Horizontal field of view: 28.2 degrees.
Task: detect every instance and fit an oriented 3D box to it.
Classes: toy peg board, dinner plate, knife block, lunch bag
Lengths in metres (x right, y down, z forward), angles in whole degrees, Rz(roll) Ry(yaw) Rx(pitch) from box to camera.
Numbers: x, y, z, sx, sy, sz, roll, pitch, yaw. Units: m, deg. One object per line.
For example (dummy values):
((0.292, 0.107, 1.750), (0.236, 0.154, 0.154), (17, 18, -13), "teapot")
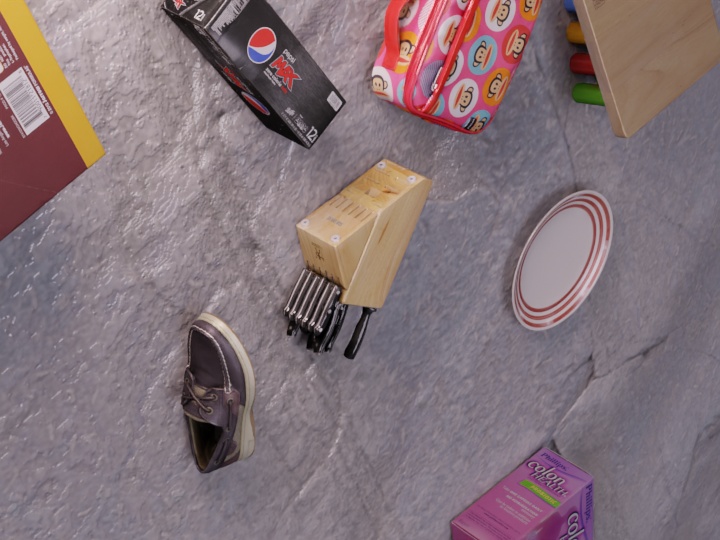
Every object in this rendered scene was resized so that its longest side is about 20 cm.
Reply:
((0.321, -0.298, 1.732), (0.200, 0.098, 0.199), (-39, 122, -26), "toy peg board")
((0.261, -0.015, 1.882), (0.200, 0.024, 0.200), (-26, 130, -36), "dinner plate")
((0.000, 0.000, 1.566), (0.200, 0.064, 0.176), (-39, 138, -26), "knife block")
((0.095, -0.254, 1.503), (0.176, 0.082, 0.200), (13, 101, -47), "lunch bag")

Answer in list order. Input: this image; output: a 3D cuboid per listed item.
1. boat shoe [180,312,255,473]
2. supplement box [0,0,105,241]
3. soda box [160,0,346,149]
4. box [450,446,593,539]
((-0.152, 0.133, 1.476), (0.065, 0.072, 0.200), (-37, 143, -34), "boat shoe")
((-0.335, -0.115, 1.060), (0.200, 0.133, 0.197), (-44, 140, -20), "supplement box")
((-0.095, -0.198, 1.325), (0.063, 0.071, 0.200), (-52, 141, -9), "soda box")
((0.235, 0.387, 2.050), (0.200, 0.097, 0.176), (-33, 135, -31), "box")
